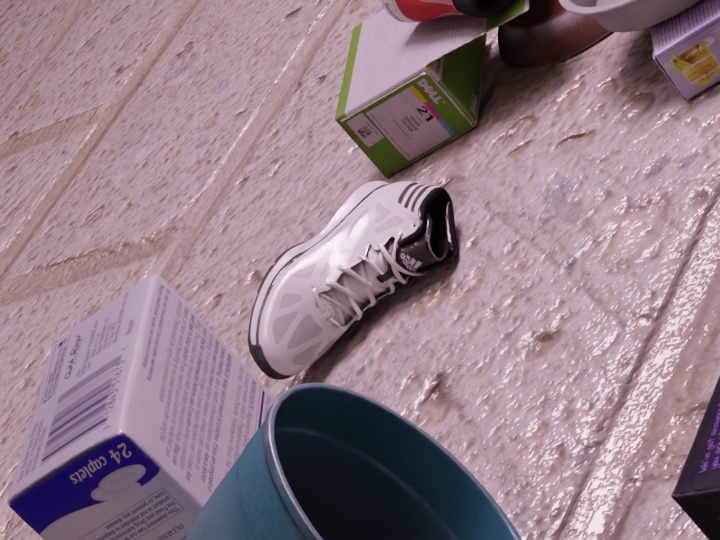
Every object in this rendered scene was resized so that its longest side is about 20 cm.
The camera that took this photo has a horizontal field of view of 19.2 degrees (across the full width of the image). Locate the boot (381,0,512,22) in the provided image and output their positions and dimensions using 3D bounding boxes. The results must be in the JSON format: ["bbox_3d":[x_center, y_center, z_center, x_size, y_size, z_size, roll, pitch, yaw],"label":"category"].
[{"bbox_3d":[0.115,-0.291,1.760,0.144,0.072,0.201,6,62,53],"label":"boot"}]

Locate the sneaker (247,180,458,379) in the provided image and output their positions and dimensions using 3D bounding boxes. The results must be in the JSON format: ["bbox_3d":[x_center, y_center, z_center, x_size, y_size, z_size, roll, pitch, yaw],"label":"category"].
[{"bbox_3d":[0.000,0.000,1.627,0.115,0.076,0.201,-8,39,54],"label":"sneaker"}]

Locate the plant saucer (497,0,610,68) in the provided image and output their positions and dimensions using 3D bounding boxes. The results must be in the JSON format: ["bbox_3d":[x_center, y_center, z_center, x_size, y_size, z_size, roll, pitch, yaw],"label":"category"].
[{"bbox_3d":[0.192,-0.253,1.817,0.199,0.032,0.201,-33,27,19],"label":"plant saucer"}]

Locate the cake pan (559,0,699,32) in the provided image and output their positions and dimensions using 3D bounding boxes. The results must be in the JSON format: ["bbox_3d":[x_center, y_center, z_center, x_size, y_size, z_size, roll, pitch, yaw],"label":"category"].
[{"bbox_3d":[0.240,-0.253,1.616,0.200,0.037,0.201,-35,24,18],"label":"cake pan"}]

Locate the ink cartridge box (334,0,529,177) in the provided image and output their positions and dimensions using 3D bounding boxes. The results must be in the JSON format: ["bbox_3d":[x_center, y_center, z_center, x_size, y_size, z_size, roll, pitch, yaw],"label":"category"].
[{"bbox_3d":[0.083,-0.189,1.811,0.199,0.076,0.148,-28,31,27],"label":"ink cartridge box"}]

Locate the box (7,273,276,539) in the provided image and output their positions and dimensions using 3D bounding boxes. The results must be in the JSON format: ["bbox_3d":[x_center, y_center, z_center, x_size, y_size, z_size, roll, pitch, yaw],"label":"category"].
[{"bbox_3d":[-0.121,0.140,1.420,0.105,0.200,0.184,-33,25,21],"label":"box"}]

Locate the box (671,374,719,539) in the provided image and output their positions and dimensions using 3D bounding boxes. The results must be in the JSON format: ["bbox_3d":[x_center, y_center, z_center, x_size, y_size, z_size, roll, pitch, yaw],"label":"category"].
[{"bbox_3d":[0.269,0.094,1.005,0.199,0.122,0.106,-16,35,45],"label":"box"}]

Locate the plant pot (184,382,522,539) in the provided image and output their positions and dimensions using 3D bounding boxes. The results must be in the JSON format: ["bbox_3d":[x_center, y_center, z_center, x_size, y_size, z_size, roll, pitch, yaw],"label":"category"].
[{"bbox_3d":[-0.027,0.202,1.211,0.188,0.199,0.201,-49,20,22],"label":"plant pot"}]

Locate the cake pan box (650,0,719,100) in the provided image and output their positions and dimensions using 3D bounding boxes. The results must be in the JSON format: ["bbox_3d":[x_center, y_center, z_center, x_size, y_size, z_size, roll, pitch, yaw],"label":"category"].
[{"bbox_3d":[0.302,-0.236,1.600,0.183,0.052,0.201,-30,27,20],"label":"cake pan box"}]
